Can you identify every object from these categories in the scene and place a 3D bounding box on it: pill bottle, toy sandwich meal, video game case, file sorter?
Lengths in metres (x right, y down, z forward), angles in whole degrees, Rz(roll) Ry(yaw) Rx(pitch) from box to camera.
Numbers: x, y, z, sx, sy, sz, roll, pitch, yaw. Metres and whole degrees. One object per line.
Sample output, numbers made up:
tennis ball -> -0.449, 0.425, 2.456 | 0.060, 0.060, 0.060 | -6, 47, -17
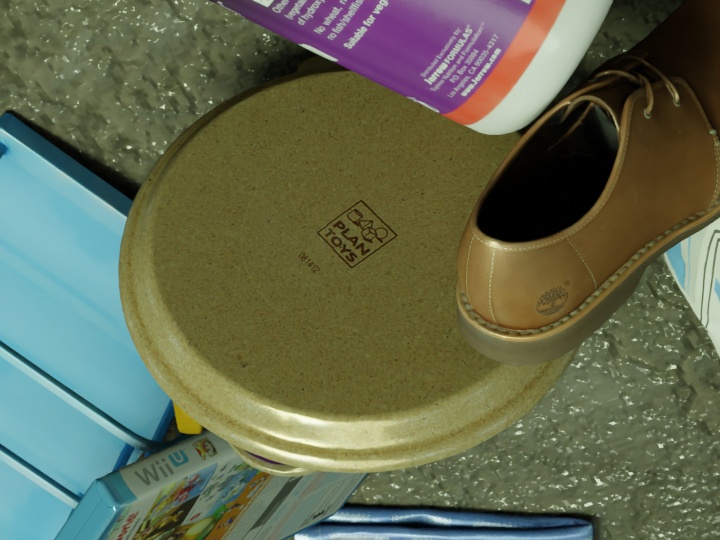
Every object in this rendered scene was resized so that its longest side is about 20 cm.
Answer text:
pill bottle -> -0.007, -0.138, 1.061 | 0.200, 0.113, 0.113 | 25, 128, -13
toy sandwich meal -> 0.000, 0.000, 1.123 | 0.204, 0.206, 0.070 | 4, 147, 4
video game case -> -0.057, 0.097, 1.218 | 0.018, 0.200, 0.143 | 53, 138, 16
file sorter -> -0.161, 0.066, 1.229 | 0.139, 0.123, 0.200 | 35, 125, -9

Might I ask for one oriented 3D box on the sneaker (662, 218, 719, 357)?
sneaker -> 0.160, -0.003, 1.192 | 0.072, 0.072, 0.200 | 26, 150, 37

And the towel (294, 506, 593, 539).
towel -> 0.040, 0.193, 1.387 | 0.146, 0.024, 0.200 | 2, 129, 4

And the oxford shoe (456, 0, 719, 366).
oxford shoe -> 0.107, -0.053, 1.069 | 0.071, 0.200, 0.071 | 26, 148, 26
